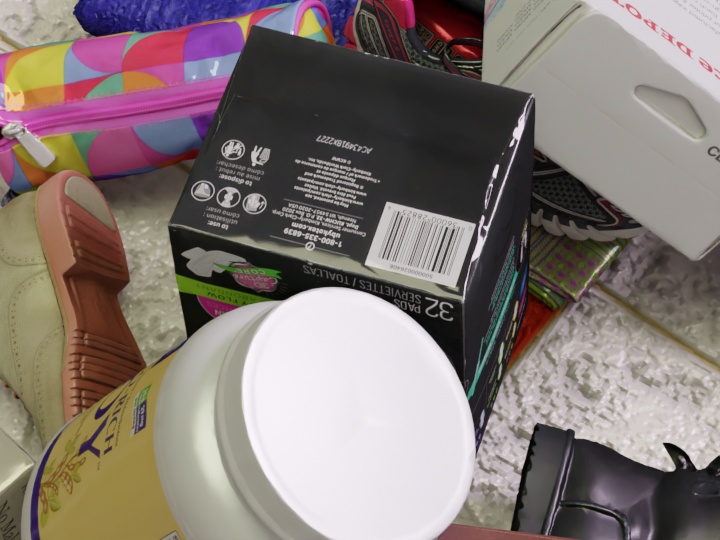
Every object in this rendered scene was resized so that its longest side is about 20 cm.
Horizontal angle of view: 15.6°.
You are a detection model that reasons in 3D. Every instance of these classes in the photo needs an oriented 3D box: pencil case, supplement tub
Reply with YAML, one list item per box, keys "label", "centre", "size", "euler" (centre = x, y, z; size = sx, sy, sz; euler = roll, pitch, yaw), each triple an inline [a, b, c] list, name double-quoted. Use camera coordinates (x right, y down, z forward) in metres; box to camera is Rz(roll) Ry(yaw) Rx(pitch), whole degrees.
- label: "pencil case"
  centre: [-0.108, -0.090, 1.398]
  size: [0.199, 0.088, 0.089]
  euler: [-10, 57, 14]
- label: "supplement tub"
  centre: [-0.053, 0.100, 1.213]
  size: [0.145, 0.200, 0.146]
  euler: [16, 59, -29]

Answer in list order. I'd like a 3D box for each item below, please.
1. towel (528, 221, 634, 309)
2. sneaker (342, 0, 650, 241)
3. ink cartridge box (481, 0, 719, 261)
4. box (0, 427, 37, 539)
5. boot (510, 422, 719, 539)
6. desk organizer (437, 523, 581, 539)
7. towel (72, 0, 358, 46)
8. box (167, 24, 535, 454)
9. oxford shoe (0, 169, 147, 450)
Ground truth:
- label: "towel"
  centre: [0.075, -0.075, 1.443]
  size: [0.200, 0.023, 0.144]
  euler: [33, 64, 19]
- label: "sneaker"
  centre: [0.082, -0.085, 1.373]
  size: [0.200, 0.075, 0.081]
  euler: [31, 67, -4]
- label: "ink cartridge box"
  centre: [0.140, -0.121, 1.338]
  size: [0.146, 0.083, 0.200]
  euler: [34, 31, -18]
- label: "box"
  centre: [-0.246, 0.153, 1.278]
  size: [0.200, 0.082, 0.068]
  euler: [-41, 65, -19]
- label: "boot"
  centre: [0.145, 0.168, 1.265]
  size: [0.162, 0.073, 0.199]
  euler: [13, 61, 3]
- label: "desk organizer"
  centre: [0.119, 0.170, 1.142]
  size: [0.199, 0.072, 0.077]
  euler: [5, 36, 21]
- label: "towel"
  centre: [-0.045, -0.170, 1.474]
  size: [0.199, 0.050, 0.148]
  euler: [16, 57, 20]
- label: "box"
  centre: [0.000, 0.000, 1.293]
  size: [0.148, 0.200, 0.125]
  euler: [15, 61, 10]
- label: "oxford shoe"
  centre: [-0.155, 0.050, 1.359]
  size: [0.074, 0.071, 0.201]
  euler: [-22, 60, 24]
